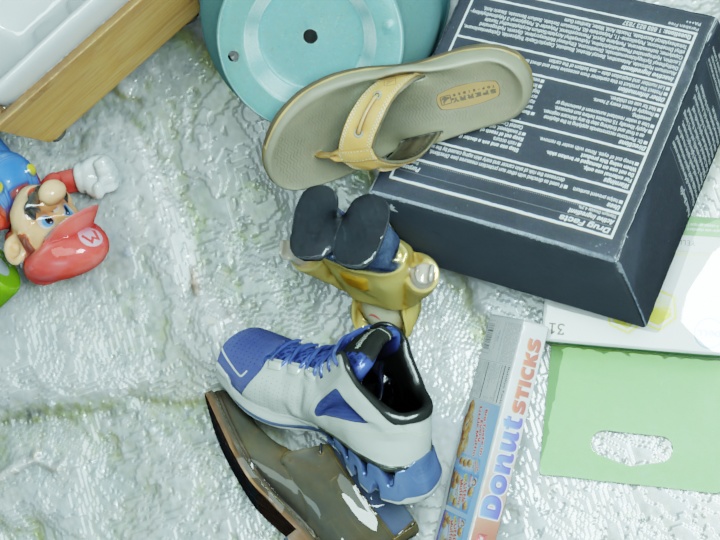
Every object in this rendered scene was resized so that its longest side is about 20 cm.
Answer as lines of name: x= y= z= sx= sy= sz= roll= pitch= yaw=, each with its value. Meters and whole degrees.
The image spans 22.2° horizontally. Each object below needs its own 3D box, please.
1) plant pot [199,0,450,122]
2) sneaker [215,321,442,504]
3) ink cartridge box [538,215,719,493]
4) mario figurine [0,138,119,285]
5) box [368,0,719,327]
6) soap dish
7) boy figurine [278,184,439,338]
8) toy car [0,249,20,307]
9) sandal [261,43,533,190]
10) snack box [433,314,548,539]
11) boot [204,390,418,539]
plant pot: x=-0.030 y=-0.191 z=1.364 sx=0.198 sy=0.188 sz=0.202 roll=1 pitch=110 yaw=2
sneaker: x=-0.013 y=0.078 z=1.387 sx=0.199 sy=0.080 sz=0.116 roll=30 pitch=133 yaw=28
ink cartridge box: x=0.208 y=0.059 z=1.380 sx=0.144 sy=0.048 sz=0.202 roll=5 pitch=83 yaw=16
mario figurine: x=-0.279 y=-0.075 z=1.501 sx=0.200 sy=0.106 sz=0.124 roll=40 pitch=87 yaw=20
box: x=0.143 y=-0.091 z=1.339 sx=0.199 sy=0.123 sz=0.200 roll=17 pitch=71 yaw=27
soap dish: x=-0.226 y=-0.209 z=1.487 sx=0.200 sy=0.081 sz=0.158 roll=-39 pitch=41 yaw=8
boy figurine: x=0.000 y=0.000 z=1.364 sx=0.123 sy=0.200 sz=0.065 roll=11 pitch=71 yaw=15
toy car: x=-0.406 y=-0.021 z=1.520 sx=0.164 sy=0.157 sz=0.201 roll=-38 pitch=64 yaw=16
sandal: x=0.024 y=-0.101 z=1.268 sx=0.198 sy=0.081 sz=0.054 roll=-15 pitch=39 yaw=8
snack box: x=0.095 y=0.135 z=1.390 sx=0.024 sy=0.072 sz=0.202 roll=15 pitch=88 yaw=-18
boot: x=-0.041 y=0.159 z=1.441 sx=0.096 sy=0.075 sz=0.201 roll=-30 pitch=69 yaw=-13
